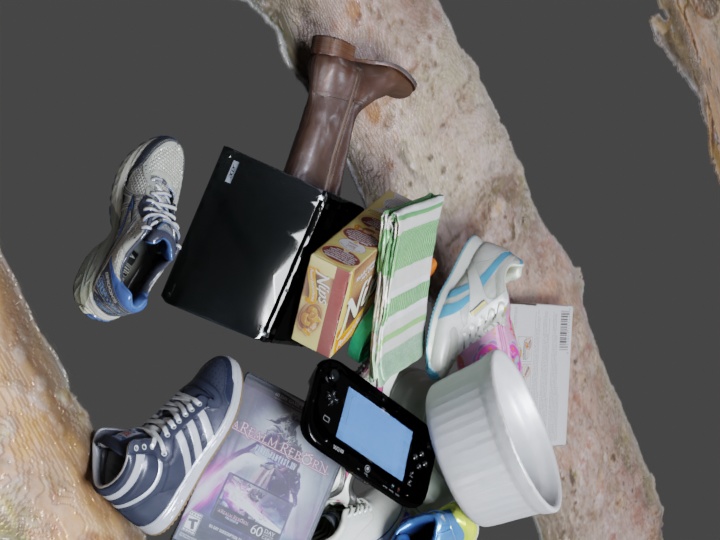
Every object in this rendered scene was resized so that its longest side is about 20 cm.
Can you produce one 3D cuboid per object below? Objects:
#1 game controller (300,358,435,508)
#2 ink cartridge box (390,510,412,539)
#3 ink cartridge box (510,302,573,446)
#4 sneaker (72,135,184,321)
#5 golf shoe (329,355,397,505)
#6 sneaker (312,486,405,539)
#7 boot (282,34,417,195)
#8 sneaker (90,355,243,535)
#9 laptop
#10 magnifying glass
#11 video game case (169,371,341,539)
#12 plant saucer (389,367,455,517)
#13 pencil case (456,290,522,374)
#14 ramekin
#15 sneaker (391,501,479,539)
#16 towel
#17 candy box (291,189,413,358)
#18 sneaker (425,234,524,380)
[{"bbox_3d":[0.011,0.184,1.381,0.200,0.042,0.105,38,43,-31],"label":"game controller"},{"bbox_3d":[0.069,0.347,1.579,0.094,0.037,0.203,-8,99,-47],"label":"ink cartridge box"},{"bbox_3d":[0.230,0.146,1.733,0.175,0.044,0.203,5,87,-47],"label":"ink cartridge box"},{"bbox_3d":[-0.209,-0.041,1.237,0.077,0.085,0.202,32,68,-42],"label":"sneaker"},{"bbox_3d":[0.002,0.180,1.458,0.092,0.073,0.201,35,67,-6],"label":"golf shoe"},{"bbox_3d":[-0.017,0.297,1.449,0.199,0.073,0.071,-27,137,-41],"label":"sneaker"},{"bbox_3d":[-0.016,-0.154,1.456,0.185,0.064,0.202,14,85,-46],"label":"boot"},{"bbox_3d":[-0.199,0.159,1.266,0.108,0.070,0.201,44,64,-40],"label":"sneaker"},{"bbox_3d":[-0.102,-0.020,1.369,0.179,0.103,0.200,-66,160,3],"label":"laptop"},{"bbox_3d":[0.040,0.040,1.474,0.200,0.022,0.080,-43,159,-47],"label":"magnifying glass"},{"bbox_3d":[-0.104,0.233,1.358,0.142,0.019,0.202,28,70,-11],"label":"video game case"},{"bbox_3d":[0.097,0.216,1.551,0.199,0.050,0.202,29,52,-45],"label":"plant saucer"},{"bbox_3d":[0.169,0.119,1.616,0.087,0.087,0.202,-4,82,-46],"label":"pencil case"},{"bbox_3d":[0.156,0.204,1.469,0.201,0.097,0.201,55,21,-33],"label":"ramekin"},{"bbox_3d":[0.047,0.345,1.472,0.200,0.076,0.105,-49,146,14],"label":"sneaker"},{"bbox_3d":[0.054,0.019,1.418,0.152,0.023,0.202,-26,124,-62],"label":"towel"},{"bbox_3d":[0.000,0.000,1.413,0.200,0.055,0.116,-41,151,-53],"label":"candy box"},{"bbox_3d":[0.137,0.050,1.529,0.077,0.080,0.201,85,29,-61],"label":"sneaker"}]
